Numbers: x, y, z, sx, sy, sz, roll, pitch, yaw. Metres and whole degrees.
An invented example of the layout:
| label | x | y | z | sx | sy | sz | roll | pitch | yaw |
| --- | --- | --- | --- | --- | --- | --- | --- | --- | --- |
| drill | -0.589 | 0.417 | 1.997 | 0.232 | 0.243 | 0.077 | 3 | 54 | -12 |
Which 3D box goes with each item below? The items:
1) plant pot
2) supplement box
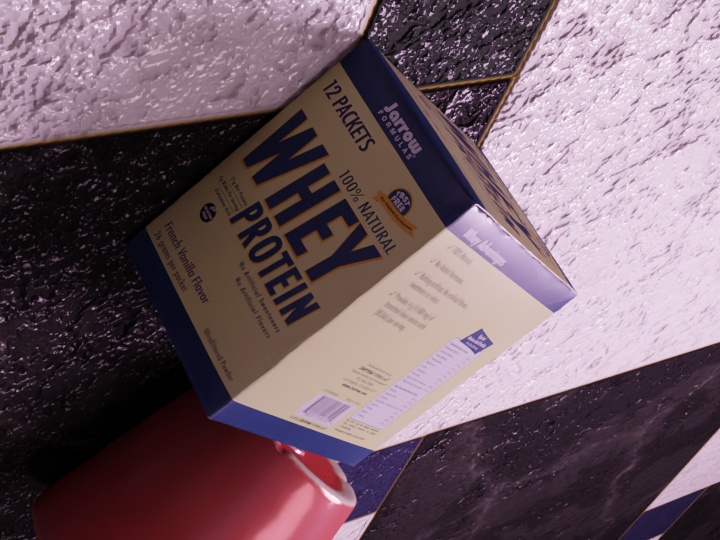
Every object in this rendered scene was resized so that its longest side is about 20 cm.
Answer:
| label | x | y | z | sx | sy | sz | roll | pitch | yaw |
| --- | --- | --- | --- | --- | --- | --- | --- | --- | --- |
| plant pot | -0.112 | 0.181 | 0.994 | 0.177 | 0.201 | 0.200 | -43 | 152 | 3 |
| supplement box | 0.000 | 0.000 | 0.856 | 0.199 | 0.135 | 0.200 | -38 | 152 | 12 |
